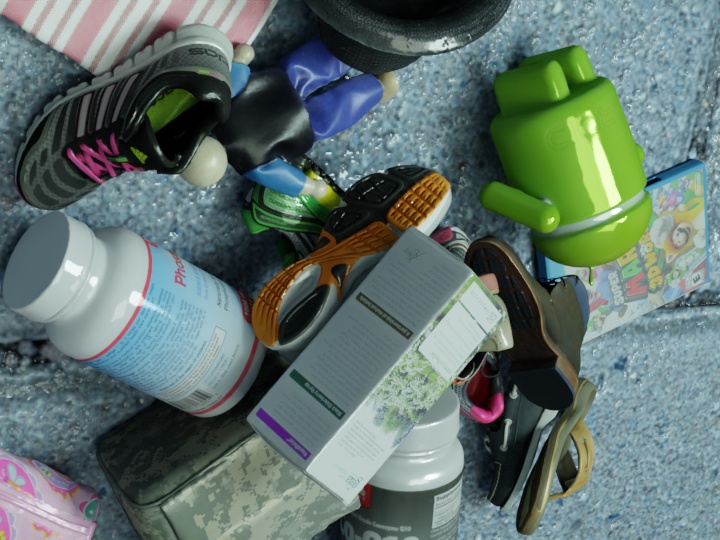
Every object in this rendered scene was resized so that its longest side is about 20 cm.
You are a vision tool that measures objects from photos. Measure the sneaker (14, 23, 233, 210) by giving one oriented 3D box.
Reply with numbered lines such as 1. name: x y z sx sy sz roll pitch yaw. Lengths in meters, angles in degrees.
1. sneaker: -0.173 -0.100 1.085 0.199 0.088 0.074 -33 133 9

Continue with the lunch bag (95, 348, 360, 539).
1. lunch bag: -0.106 0.188 1.252 0.200 0.139 0.168 -33 119 -16

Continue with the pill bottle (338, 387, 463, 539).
1. pill bottle: 0.037 0.207 1.368 0.113 0.114 0.201 -11 118 -27

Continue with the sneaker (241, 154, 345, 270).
1. sneaker: -0.024 -0.022 1.254 0.085 0.078 0.200 -47 119 5

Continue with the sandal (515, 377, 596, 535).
1. sandal: 0.204 0.181 1.434 0.200 0.054 0.081 -53 165 -48

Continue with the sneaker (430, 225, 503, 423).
1. sneaker: 0.097 0.049 1.354 0.080 0.075 0.201 -27 123 -18

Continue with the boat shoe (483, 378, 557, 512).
1. boat shoe: 0.154 0.151 1.449 0.060 0.076 0.201 19 117 3

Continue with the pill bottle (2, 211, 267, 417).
1. pill bottle: -0.176 0.033 1.156 0.200 0.109 0.109 32 94 -38

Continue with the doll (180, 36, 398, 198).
1. doll: -0.059 -0.120 1.158 0.200 0.048 0.137 -32 105 -29

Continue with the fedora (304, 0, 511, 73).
1. fedora: 0.023 -0.223 1.146 0.200 0.201 0.092 -11 152 -27

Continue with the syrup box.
1. syrup box: 0.013 0.074 1.137 0.200 0.081 0.079 -49 142 -4

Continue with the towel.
1. towel: -0.164 -0.211 1.099 0.200 0.030 0.147 31 97 -37

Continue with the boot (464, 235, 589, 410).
1. boot: 0.152 0.024 1.323 0.200 0.074 0.097 63 39 -34

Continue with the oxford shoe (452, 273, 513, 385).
1. oxford shoe: 0.060 0.071 1.277 0.070 0.200 0.075 -17 78 -33

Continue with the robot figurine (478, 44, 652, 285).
1. robot figurine: 0.188 -0.092 1.296 0.175 0.115 0.201 -35 108 -44

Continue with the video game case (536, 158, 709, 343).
1. video game case: 0.265 -0.013 1.463 0.199 0.018 0.144 -23 123 -20

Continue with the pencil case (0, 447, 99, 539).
1. pencil case: -0.303 0.176 1.161 0.200 0.087 0.088 36 92 -39

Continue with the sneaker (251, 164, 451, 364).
1. sneaker: 0.000 0.000 1.198 0.200 0.076 0.092 -43 146 -6
